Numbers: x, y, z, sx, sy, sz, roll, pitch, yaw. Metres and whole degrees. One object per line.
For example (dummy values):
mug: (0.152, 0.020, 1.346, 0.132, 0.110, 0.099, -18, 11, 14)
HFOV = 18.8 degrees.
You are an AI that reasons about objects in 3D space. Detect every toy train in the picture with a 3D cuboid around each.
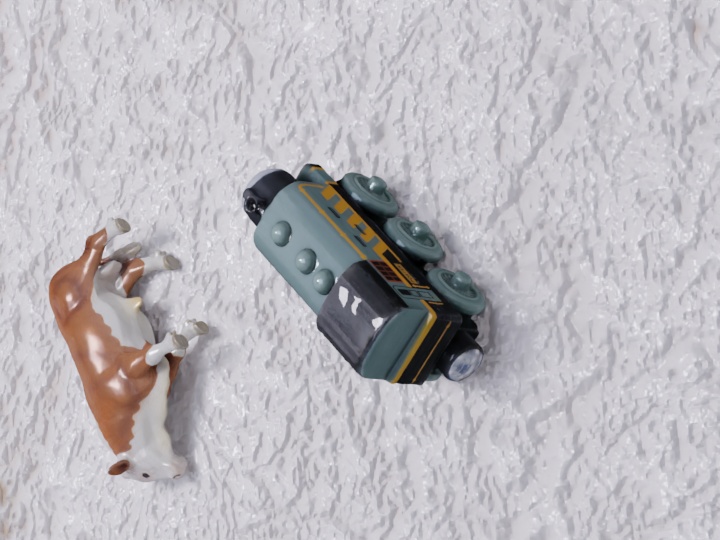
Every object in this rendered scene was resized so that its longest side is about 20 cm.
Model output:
toy train: (0.000, 0.000, 1.457, 0.200, 0.114, 0.086, 49, 115, 33)

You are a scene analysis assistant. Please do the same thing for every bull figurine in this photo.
bull figurine: (-0.175, 0.061, 1.639, 0.121, 0.065, 0.201, -45, 61, 24)
